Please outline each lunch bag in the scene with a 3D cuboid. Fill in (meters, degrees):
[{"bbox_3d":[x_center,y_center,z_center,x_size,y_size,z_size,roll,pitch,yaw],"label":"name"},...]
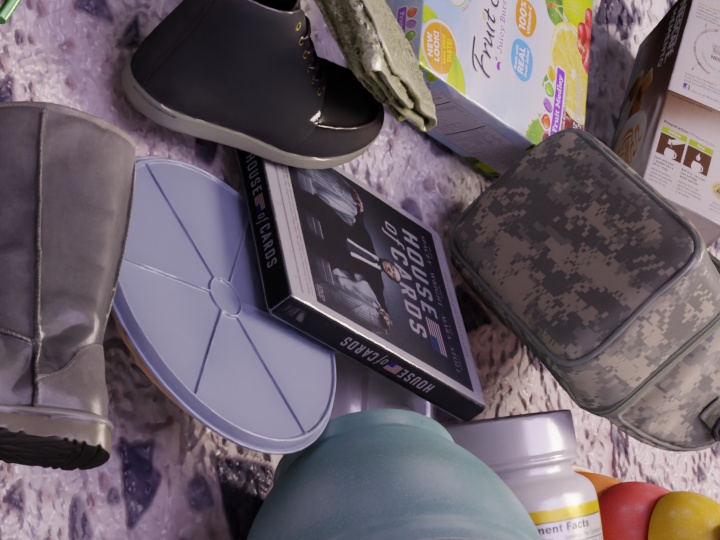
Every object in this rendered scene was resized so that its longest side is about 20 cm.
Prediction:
[{"bbox_3d":[0.175,0.023,1.567,0.139,0.200,0.168,-41,132,-2],"label":"lunch bag"}]

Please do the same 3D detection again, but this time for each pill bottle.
[{"bbox_3d":[0.110,0.199,1.523,0.114,0.114,0.202,-4,85,-52],"label":"pill bottle"}]

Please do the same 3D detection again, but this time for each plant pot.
[{"bbox_3d":[0.014,0.171,1.371,0.200,0.200,0.135,37,27,-41],"label":"plant pot"}]

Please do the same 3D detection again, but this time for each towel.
[{"bbox_3d":[-0.012,-0.188,1.433,0.201,0.036,0.148,64,7,16],"label":"towel"}]

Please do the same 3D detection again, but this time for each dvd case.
[{"bbox_3d":[0.000,0.000,1.456,0.199,0.025,0.151,31,35,-43],"label":"dvd case"}]

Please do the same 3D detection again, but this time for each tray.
[{"bbox_3d":[0.019,0.148,1.495,0.107,0.022,0.202,14,71,-48],"label":"tray"}]

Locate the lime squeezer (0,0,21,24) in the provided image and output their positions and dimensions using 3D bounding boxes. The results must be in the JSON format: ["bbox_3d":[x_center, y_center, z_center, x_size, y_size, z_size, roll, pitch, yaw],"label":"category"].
[{"bbox_3d":[-0.183,-0.240,1.314,0.070,0.037,0.202,4,80,-51],"label":"lime squeezer"}]

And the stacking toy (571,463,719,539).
[{"bbox_3d":[0.220,0.203,1.591,0.146,0.199,0.148,14,72,-49],"label":"stacking toy"}]

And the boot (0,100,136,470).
[{"bbox_3d":[-0.203,-0.002,1.207,0.181,0.072,0.202,14,64,-30],"label":"boot"}]

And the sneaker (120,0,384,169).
[{"bbox_3d":[-0.040,-0.127,1.387,0.199,0.106,0.075,5,47,-45],"label":"sneaker"}]

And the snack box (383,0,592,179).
[{"bbox_3d":[0.084,-0.173,1.611,0.199,0.067,0.170,28,60,-44],"label":"snack box"}]

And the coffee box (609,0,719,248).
[{"bbox_3d":[0.247,-0.106,1.744,0.079,0.114,0.201,24,61,-9],"label":"coffee box"}]

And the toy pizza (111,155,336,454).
[{"bbox_3d":[-0.090,0.023,1.345,0.200,0.032,0.201,38,33,-30],"label":"toy pizza"}]
